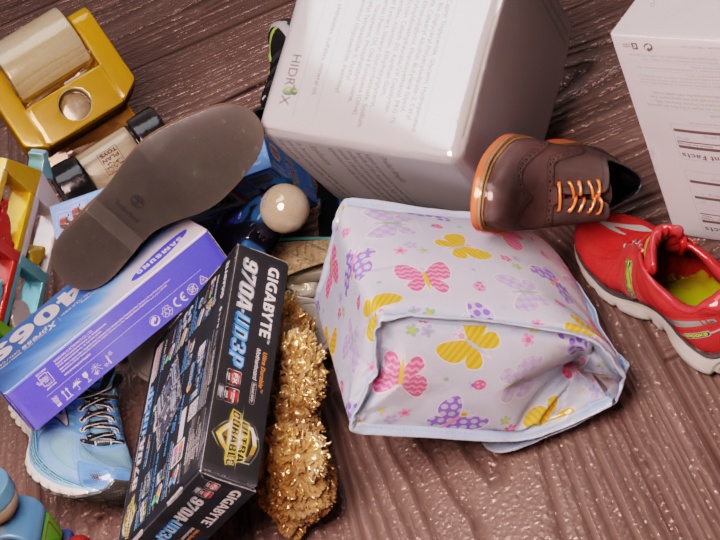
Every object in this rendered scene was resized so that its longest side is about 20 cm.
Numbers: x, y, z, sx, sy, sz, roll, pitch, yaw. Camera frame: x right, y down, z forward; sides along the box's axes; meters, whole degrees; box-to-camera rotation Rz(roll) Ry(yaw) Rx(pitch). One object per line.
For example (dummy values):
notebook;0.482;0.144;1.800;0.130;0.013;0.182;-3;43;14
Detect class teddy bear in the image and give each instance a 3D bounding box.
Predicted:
teddy bear;-0.069;0.102;1.170;0.145;0.067;0.200;-34;44;41

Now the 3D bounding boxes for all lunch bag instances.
lunch bag;0.081;0.042;1.148;0.200;0.127;0.170;3;32;-16

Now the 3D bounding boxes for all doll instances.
doll;-0.103;-0.023;1.301;0.200;0.048;0.137;-26;31;51

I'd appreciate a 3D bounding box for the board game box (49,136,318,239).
board game box;-0.153;-0.057;1.393;0.200;0.151;0.037;-19;76;10

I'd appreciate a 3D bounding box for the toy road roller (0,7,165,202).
toy road roller;-0.276;-0.144;1.534;0.123;0.200;0.146;-34;2;-12

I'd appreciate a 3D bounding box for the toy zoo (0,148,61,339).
toy zoo;-0.293;-0.008;1.306;0.020;0.131;0.200;7;75;14

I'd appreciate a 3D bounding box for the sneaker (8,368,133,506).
sneaker;-0.225;0.115;1.250;0.200;0.078;0.090;44;113;50

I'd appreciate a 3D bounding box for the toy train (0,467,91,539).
toy train;-0.257;0.243;1.114;0.085;0.116;0.200;-16;38;13

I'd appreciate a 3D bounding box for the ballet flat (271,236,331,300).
ballet flat;0.000;0.000;1.311;0.200;0.071;0.065;-11;64;24

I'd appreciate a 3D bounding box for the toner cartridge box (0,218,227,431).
toner cartridge box;-0.204;0.035;1.239;0.200;0.043;0.095;-41;29;-14

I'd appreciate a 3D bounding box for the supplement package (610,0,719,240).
supplement package;0.283;-0.128;1.175;0.109;0.200;0.114;10;51;39

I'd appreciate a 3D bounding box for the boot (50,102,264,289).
boot;-0.158;-0.069;1.228;0.200;0.074;0.075;-37;15;14

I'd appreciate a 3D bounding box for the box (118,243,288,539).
box;-0.116;0.103;1.147;0.159;0.046;0.200;-48;28;45

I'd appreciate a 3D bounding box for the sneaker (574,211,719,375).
sneaker;0.225;-0.006;1.158;0.077;0.085;0.200;-34;38;-12

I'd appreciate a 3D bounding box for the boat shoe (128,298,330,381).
boat shoe;-0.095;0.063;1.295;0.200;0.057;0.067;-10;78;24

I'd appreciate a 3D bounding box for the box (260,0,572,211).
box;0.052;-0.159;1.272;0.171;0.199;0.200;12;79;23

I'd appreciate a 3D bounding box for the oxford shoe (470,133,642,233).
oxford shoe;0.146;-0.065;1.167;0.072;0.071;0.200;12;18;31

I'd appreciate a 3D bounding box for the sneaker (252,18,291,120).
sneaker;-0.076;-0.181;1.550;0.083;0.072;0.200;-27;37;0

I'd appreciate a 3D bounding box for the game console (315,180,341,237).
game console;0.040;-0.124;1.386;0.200;0.176;0.116;-16;10;12
